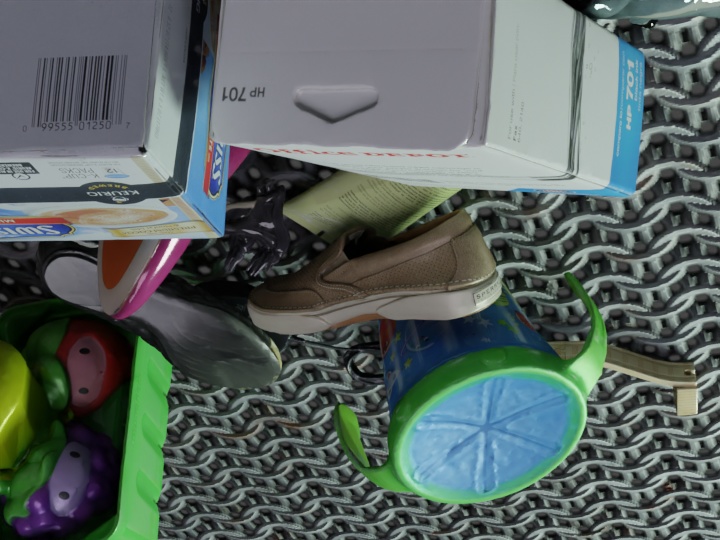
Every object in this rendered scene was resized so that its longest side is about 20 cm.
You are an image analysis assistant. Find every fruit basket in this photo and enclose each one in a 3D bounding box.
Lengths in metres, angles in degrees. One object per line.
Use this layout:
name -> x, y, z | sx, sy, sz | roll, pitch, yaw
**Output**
fruit basket -> -0.237, 0.103, 0.905 | 0.154, 0.217, 0.216 | -11, 135, 19

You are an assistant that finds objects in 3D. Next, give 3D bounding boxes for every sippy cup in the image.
sippy cup -> 0.071, 0.067, 0.862 | 0.176, 0.131, 0.140 | -5, 133, -13

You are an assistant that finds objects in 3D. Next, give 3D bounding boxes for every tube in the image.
tube -> 0.033, -0.065, 0.805 | 0.200, 0.052, 0.058 | -33, 85, 41

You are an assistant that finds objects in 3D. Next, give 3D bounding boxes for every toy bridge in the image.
toy bridge -> 0.155, 0.084, 0.957 | 0.198, 0.027, 0.068 | -3, 134, 11

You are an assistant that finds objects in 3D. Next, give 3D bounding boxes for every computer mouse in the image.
computer mouse -> -0.038, 0.045, 0.940 | 0.198, 0.034, 0.059 | 16, 127, -11

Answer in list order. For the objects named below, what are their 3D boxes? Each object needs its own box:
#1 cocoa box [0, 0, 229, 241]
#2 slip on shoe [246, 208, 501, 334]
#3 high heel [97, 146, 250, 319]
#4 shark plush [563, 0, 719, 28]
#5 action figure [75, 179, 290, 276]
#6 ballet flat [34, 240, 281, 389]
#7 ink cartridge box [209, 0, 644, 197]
cocoa box -> -0.173, -0.094, 0.631 | 0.198, 0.135, 0.131 | 0, 164, 10
slip on shoe -> 0.000, 0.000, 0.829 | 0.199, 0.076, 0.061 | -4, 111, 43
high heel -> -0.079, -0.055, 0.728 | 0.067, 0.201, 0.096 | 23, 177, 46
shark plush -> 0.164, -0.164, 0.690 | 0.198, 0.092, 0.083 | -5, 161, -17
action figure -> -0.142, -0.053, 0.789 | 0.199, 0.103, 0.119 | 28, 179, -29
ballet flat -> -0.136, 0.024, 0.883 | 0.199, 0.057, 0.067 | 33, 113, -26
ink cartridge box -> 0.042, -0.089, 0.627 | 0.145, 0.087, 0.200 | 6, 179, 30
